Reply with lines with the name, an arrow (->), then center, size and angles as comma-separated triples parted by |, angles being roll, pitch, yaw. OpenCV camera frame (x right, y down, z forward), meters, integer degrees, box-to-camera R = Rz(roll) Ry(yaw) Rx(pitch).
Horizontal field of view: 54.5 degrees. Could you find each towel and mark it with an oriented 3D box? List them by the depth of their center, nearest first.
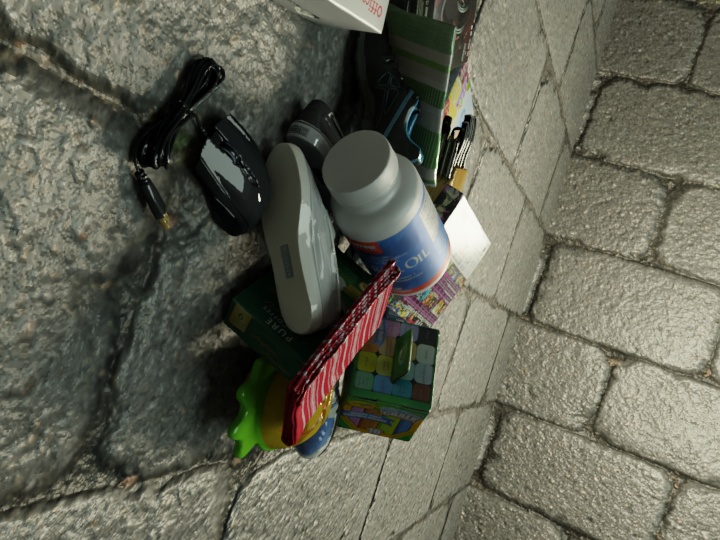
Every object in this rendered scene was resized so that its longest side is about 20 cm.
towel -> -0.022, 0.094, 0.776 | 0.201, 0.022, 0.146 | -51, 166, -31
towel -> 0.062, -0.226, 0.907 | 0.023, 0.152, 0.205 | -14, 124, -32

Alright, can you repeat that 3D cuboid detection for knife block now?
knife block -> 0.120, -0.131, 1.047 | 0.177, 0.063, 0.202 | -56, 156, -28

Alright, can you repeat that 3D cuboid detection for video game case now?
video game case -> 0.109, -0.007, 1.016 | 0.183, 0.036, 0.200 | -54, 153, -1

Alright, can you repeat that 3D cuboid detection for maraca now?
maraca -> -0.098, 0.154, 0.845 | 0.199, 0.104, 0.141 | 0, 102, -67

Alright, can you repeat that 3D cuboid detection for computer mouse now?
computer mouse -> -0.136, -0.081, 0.661 | 0.142, 0.045, 0.202 | -61, 155, -30

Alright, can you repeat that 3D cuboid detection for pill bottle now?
pill bottle -> 0.030, -0.065, 0.816 | 0.114, 0.110, 0.201 | -63, 145, -20

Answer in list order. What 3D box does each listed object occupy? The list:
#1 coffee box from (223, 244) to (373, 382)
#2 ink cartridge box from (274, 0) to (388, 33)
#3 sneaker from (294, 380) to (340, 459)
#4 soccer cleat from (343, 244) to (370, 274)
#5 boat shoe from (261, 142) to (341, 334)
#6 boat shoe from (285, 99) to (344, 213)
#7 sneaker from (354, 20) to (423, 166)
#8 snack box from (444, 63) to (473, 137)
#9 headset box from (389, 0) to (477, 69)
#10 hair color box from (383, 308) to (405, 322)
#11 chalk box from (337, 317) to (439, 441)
coffee box -> -0.059, 0.042, 0.838 | 0.044, 0.122, 0.200 | -57, 172, 36
ink cartridge box -> -0.015, -0.357, 0.699 | 0.144, 0.082, 0.206 | -10, 115, -66
sneaker -> -0.065, 0.159, 0.977 | 0.077, 0.074, 0.206 | 27, 71, -71
soccer cleat -> 0.000, 0.000, 0.964 | 0.068, 0.085, 0.202 | 42, 50, -17
boat shoe -> -0.057, -0.036, 0.767 | 0.068, 0.071, 0.206 | -9, 86, -49
boat shoe -> -0.031, -0.131, 0.859 | 0.067, 0.069, 0.201 | -63, 149, -18
sneaker -> 0.037, -0.221, 0.877 | 0.073, 0.080, 0.206 | 10, 76, -75
snack box -> 0.131, -0.230, 1.165 | 0.172, 0.066, 0.201 | -66, 159, -18
headset box -> 0.097, -0.357, 0.978 | 0.200, 0.073, 0.152 | -40, 142, -54
hair color box -> 0.081, 0.029, 1.210 | 0.100, 0.059, 0.206 | -67, 170, -76
chalk box -> 0.040, 0.150, 1.009 | 0.201, 0.120, 0.128 | 104, -3, -60
